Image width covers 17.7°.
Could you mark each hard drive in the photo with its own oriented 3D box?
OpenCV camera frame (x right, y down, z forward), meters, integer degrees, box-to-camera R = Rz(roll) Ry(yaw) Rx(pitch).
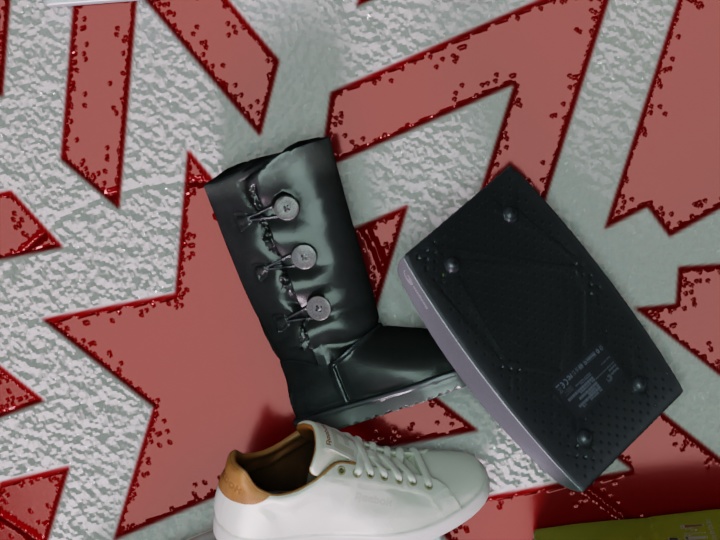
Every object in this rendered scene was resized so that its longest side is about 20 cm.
[{"bbox_3d":[0.119,0.042,1.590,0.135,0.042,0.200,-40,94,-33],"label":"hard drive"}]

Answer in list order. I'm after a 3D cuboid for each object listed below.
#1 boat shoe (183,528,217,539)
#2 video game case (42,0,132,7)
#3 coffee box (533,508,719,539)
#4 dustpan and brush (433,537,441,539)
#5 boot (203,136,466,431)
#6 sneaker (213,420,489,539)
[{"bbox_3d":[-0.118,0.228,1.643,0.200,0.069,0.072,-22,91,6],"label":"boat shoe"},{"bbox_3d":[-0.131,-0.282,1.618,0.199,0.023,0.183,-4,95,5],"label":"video game case"},{"bbox_3d":[0.221,0.277,1.559,0.199,0.200,0.198,-6,95,5],"label":"coffee box"},{"bbox_3d":[-0.028,0.262,1.644,0.200,0.057,0.140,-17,95,16],"label":"dustpan and brush"},{"bbox_3d":[-0.001,0.000,1.621,0.164,0.066,0.200,-19,90,4],"label":"boot"},{"bbox_3d":[-0.001,0.143,1.593,0.199,0.073,0.085,-8,128,-18],"label":"sneaker"}]
